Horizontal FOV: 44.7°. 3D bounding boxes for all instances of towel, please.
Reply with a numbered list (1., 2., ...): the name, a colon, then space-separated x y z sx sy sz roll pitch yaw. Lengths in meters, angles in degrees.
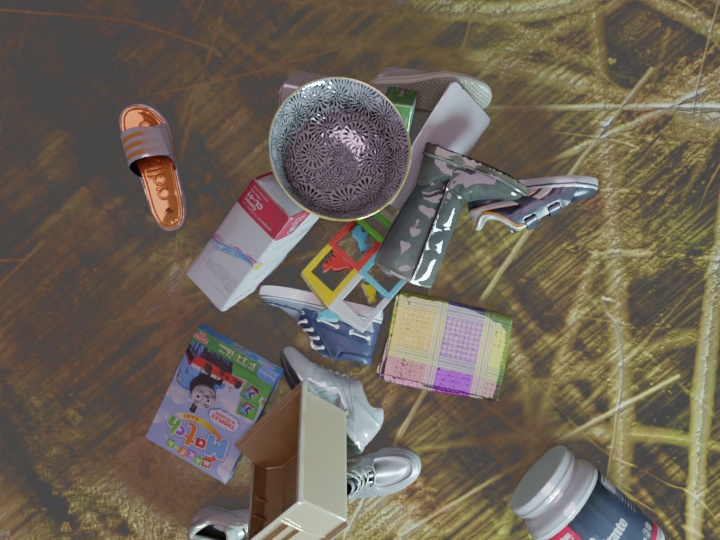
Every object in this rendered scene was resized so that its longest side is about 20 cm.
1. towel: 0.131 0.118 1.368 0.196 0.023 0.146 11 90 3

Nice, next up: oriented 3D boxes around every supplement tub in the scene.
1. supplement tub: 0.334 0.374 1.296 0.200 0.140 0.141 42 92 2

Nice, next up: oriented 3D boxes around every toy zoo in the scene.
1. toy zoo: 0.000 0.000 1.338 0.131 0.020 0.200 42 69 2

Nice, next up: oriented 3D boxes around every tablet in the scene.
1. tablet: 0.117 -0.172 1.324 0.014 0.130 0.202 33 92 39

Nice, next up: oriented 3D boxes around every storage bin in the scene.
1. storage bin: -0.108 0.305 1.249 0.093 0.202 0.198 30 124 -26

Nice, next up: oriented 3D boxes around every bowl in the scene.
1. bowl: -0.034 -0.158 1.227 0.197 0.094 0.205 2 80 -9

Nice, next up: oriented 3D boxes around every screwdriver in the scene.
1. screwdriver: -0.014 -0.138 1.296 0.197 0.028 0.030 -18 104 23

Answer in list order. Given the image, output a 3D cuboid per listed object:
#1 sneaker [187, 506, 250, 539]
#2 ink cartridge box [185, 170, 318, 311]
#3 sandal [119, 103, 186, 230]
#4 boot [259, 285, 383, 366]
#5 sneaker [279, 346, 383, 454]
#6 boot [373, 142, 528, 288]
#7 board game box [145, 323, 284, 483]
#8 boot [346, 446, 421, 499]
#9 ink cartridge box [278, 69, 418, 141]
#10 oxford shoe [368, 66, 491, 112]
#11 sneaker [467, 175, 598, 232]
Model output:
1. sneaker: -0.171 0.403 1.352 0.196 0.080 0.072 -6 88 2
2. ink cartridge box: -0.147 -0.053 1.287 0.086 0.147 0.200 45 118 4
3. sandal: -0.325 -0.167 1.376 0.078 0.059 0.210 -20 89 3
4. boot: -0.068 0.084 1.353 0.196 0.073 0.092 13 85 3
5. sneaker: -0.046 0.189 1.364 0.080 0.071 0.200 -40 80 -24
6. boot: 0.133 -0.068 1.293 0.179 0.073 0.203 20 97 4
7. board game box: -0.229 0.209 1.370 0.150 0.037 0.202 28 102 3
8. boot: -0.003 0.325 1.339 0.196 0.096 0.075 -15 89 3
9. ink cartridge box: -0.023 -0.208 1.320 0.196 0.085 0.148 11 119 4
10. oxford shoe: 0.104 -0.281 1.351 0.196 0.058 0.076 2 130 3
11. sneaker: 0.262 -0.100 1.332 0.196 0.078 0.081 -3 85 15
